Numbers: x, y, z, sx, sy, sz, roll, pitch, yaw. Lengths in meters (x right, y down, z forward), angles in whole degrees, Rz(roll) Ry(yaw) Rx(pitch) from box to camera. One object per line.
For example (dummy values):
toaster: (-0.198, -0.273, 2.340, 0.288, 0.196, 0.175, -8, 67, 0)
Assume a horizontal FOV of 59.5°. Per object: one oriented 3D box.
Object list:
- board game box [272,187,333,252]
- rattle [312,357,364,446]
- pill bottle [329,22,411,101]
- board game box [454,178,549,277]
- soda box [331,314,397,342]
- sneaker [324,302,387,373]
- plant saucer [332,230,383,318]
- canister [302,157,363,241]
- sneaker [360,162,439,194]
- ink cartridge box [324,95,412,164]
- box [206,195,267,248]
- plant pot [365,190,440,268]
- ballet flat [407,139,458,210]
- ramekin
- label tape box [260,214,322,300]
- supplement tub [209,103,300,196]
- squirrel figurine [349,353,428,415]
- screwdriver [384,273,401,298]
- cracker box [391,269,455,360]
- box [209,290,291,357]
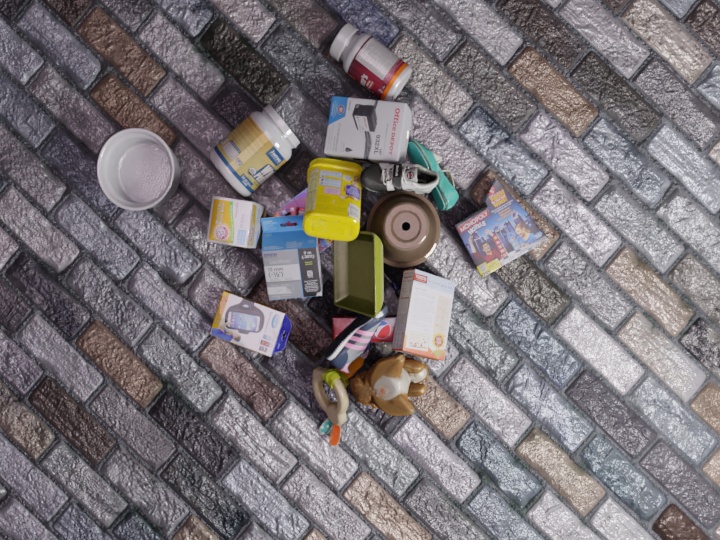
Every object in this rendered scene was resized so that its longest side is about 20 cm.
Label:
board game box: (-0.133, -0.123, 1.632, 0.198, 0.039, 0.160, -35, 90, 2)
rattle: (-0.047, 0.332, 1.645, 0.128, 0.142, 0.205, -4, 108, 33)
pill bottle: (0.024, -0.522, 1.588, 0.199, 0.110, 0.110, 38, 92, 0)
board game box: (0.346, -0.119, 1.613, 0.197, 0.062, 0.203, -28, 89, 2)
soda box: (0.024, 0.149, 1.619, 0.195, 0.070, 0.065, -1, 92, 1)
sneaker: (0.005, 0.167, 1.560, 0.199, 0.070, 0.082, -42, 108, 6)
plant saucer: (0.000, 0.000, 1.570, 0.047, 0.198, 0.205, -6, 100, -32)
canister: (-0.066, -0.174, 1.548, 0.145, 0.088, 0.203, 8, 48, -5)
sneaker: (0.098, -0.230, 1.519, 0.195, 0.088, 0.076, -1, 84, -15)
ink cartridge box: (0.020, -0.348, 1.584, 0.195, 0.084, 0.149, 9, 90, 14)
box: (-0.302, -0.116, 1.556, 0.099, 0.200, 0.116, 8, 91, 1)
plant pot: (0.107, -0.107, 1.562, 0.195, 0.175, 0.206, 0, 90, 2)
ballet flat: (0.191, -0.254, 1.620, 0.070, 0.067, 0.203, -29, 91, -23)
ramekin: (-0.558, -0.253, 1.611, 0.195, 0.098, 0.206, 0, 92, 1)
label tape box: (-0.174, -0.032, 1.588, 0.139, 0.066, 0.204, -4, 117, 1)
supplement tub: (-0.263, -0.302, 1.580, 0.199, 0.145, 0.145, -41, 90, 2)
squirrel figurine: (0.077, 0.273, 1.581, 0.197, 0.186, 0.145, -18, 92, 27)
screwdriver: (0.073, 0.017, 1.639, 0.029, 0.028, 0.201, -37, 89, -29)
cracker box: (0.159, 0.112, 1.577, 0.132, 0.057, 0.205, 17, 78, -28)
box: (-0.282, 0.142, 1.641, 0.196, 0.041, 0.122, 19, 91, 3)
